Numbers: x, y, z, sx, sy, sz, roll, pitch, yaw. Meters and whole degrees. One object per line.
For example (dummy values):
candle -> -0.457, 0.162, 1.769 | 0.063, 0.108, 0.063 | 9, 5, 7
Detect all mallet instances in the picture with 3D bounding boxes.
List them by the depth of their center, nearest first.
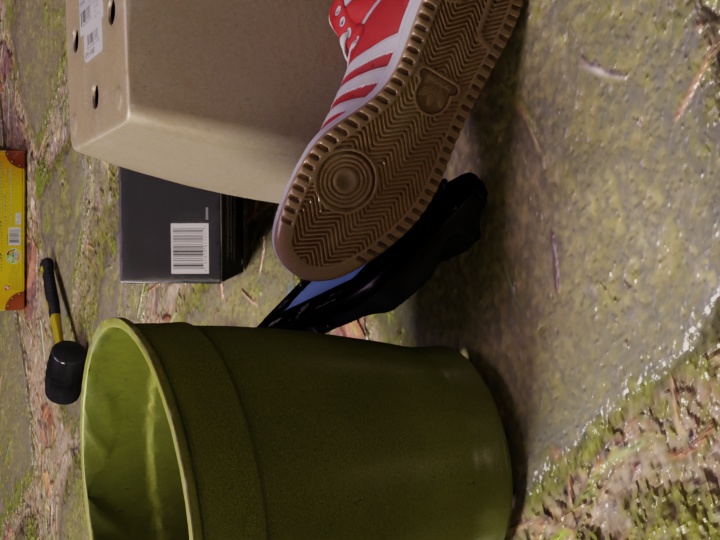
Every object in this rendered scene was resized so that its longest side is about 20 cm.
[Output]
mallet -> -0.329, 0.050, 1.725 | 0.066, 0.041, 0.200 | 112, 151, -44

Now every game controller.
game controller -> 0.000, 0.000, 0.910 | 0.042, 0.104, 0.200 | 55, 154, -4

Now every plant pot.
plant pot -> -0.030, 0.115, 0.849 | 0.200, 0.193, 0.201 | 175, 90, -66
plant pot -> -0.081, -0.146, 0.979 | 0.200, 0.177, 0.200 | 172, 96, -66

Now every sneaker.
sneaker -> 0.006, -0.088, 0.857 | 0.200, 0.071, 0.112 | -57, 24, -3

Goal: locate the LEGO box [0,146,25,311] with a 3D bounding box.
LEGO box -> -0.471, -0.056, 1.983 | 0.149, 0.077, 0.200 | -165, 75, -65

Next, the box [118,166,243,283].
box -> -0.128, -0.093, 1.153 | 0.141, 0.079, 0.200 | -28, -63, -85
